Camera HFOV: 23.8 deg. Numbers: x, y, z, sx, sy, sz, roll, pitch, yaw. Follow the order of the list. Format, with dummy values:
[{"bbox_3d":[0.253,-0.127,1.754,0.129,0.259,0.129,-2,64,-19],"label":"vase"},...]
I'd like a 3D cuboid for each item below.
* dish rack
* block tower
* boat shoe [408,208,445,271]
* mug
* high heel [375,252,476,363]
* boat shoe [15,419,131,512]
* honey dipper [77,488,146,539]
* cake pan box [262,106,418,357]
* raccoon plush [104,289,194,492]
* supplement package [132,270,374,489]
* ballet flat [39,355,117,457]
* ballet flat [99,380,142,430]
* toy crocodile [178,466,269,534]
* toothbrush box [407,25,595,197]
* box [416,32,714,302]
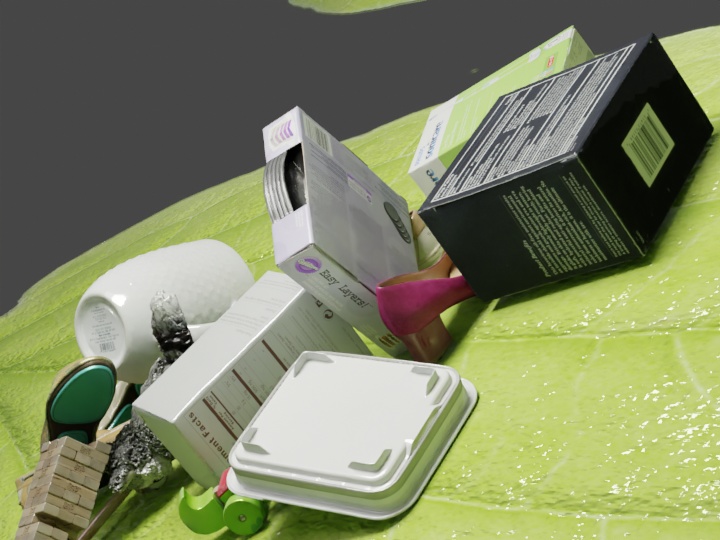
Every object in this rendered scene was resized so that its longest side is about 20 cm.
[{"bbox_3d":[-0.014,0.132,1.494,0.199,0.044,0.172,5,43,35],"label":"dish rack"},{"bbox_3d":[-0.309,0.263,1.707,0.054,0.058,0.201,-22,46,52],"label":"block tower"},{"bbox_3d":[0.000,0.000,1.815,0.199,0.069,0.074,-33,20,17],"label":"boat shoe"},{"bbox_3d":[-0.201,0.054,1.868,0.199,0.149,0.175,6,14,41],"label":"mug"},{"bbox_3d":[0.083,-0.009,1.633,0.067,0.096,0.201,-6,38,36],"label":"high heel"},{"bbox_3d":[-0.302,0.201,1.877,0.199,0.077,0.072,-34,-19,12],"label":"boat shoe"},{"bbox_3d":[-0.276,0.262,1.789,0.200,0.038,0.038,-49,21,-20],"label":"honey dipper"},{"bbox_3d":[-0.016,-0.038,1.658,0.052,0.200,0.185,-31,46,22],"label":"cake pan box"},{"bbox_3d":[-0.225,0.131,1.755,0.133,0.202,0.097,-22,10,-14],"label":"raccoon plush"},{"bbox_3d":[-0.104,0.112,1.682,0.200,0.118,0.117,-44,22,-16],"label":"supplement package"},{"bbox_3d":[-0.299,0.143,1.778,0.071,0.070,0.201,-63,-6,-50],"label":"ballet flat"},{"bbox_3d":[-0.271,0.146,1.974,0.069,0.070,0.200,-10,34,54],"label":"ballet flat"},{"bbox_3d":[-0.079,0.182,1.566,0.199,0.062,0.068,-32,21,20],"label":"toy crocodile"},{"bbox_3d":[0.162,-0.154,1.837,0.199,0.086,0.146,-28,22,27],"label":"toothbrush box"},{"bbox_3d":[0.192,-0.093,1.589,0.198,0.124,0.200,-17,27,45],"label":"box"}]
